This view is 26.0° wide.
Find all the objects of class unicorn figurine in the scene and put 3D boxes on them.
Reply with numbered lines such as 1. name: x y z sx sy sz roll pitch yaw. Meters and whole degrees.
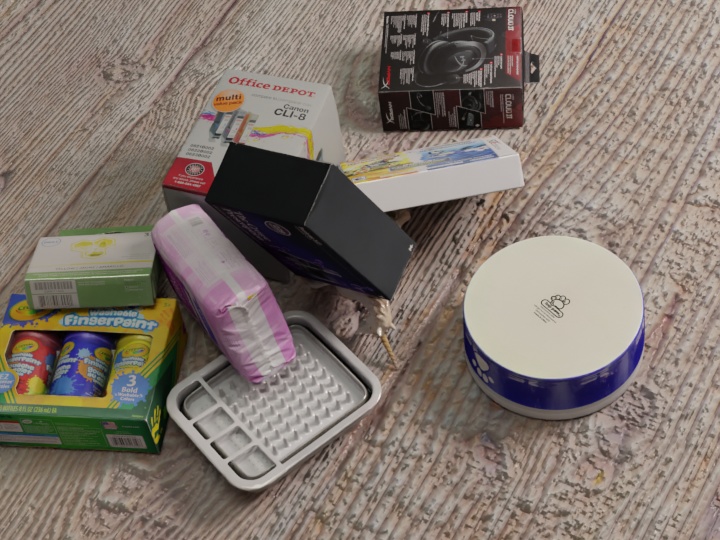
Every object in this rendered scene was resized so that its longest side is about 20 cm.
1. unicorn figurine: 0.000 0.000 1.793 0.137 0.074 0.200 6 71 40

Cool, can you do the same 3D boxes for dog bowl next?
1. dog bowl: 0.213 0.061 1.719 0.200 0.079 0.200 -4 52 5

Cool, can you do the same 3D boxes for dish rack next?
1. dish rack: -0.093 0.148 1.715 0.200 0.044 0.172 -35 55 -19

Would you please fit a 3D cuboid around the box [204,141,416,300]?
1. box: -0.051 -0.051 1.680 0.141 0.200 0.079 12 73 34

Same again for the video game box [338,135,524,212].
1. video game box: 0.079 -0.113 1.829 0.200 0.047 0.182 -10 10 -2

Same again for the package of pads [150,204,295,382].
1. package of pads: -0.154 0.023 1.727 0.076 0.121 0.200 -29 41 -14

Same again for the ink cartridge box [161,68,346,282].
1. ink cartridge box: -0.122 -0.117 1.861 0.145 0.145 0.200 11 54 17

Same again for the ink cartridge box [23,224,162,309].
1. ink cartridge box: -0.302 -0.023 1.825 0.145 0.048 0.200 -3 31 2

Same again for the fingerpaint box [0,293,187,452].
1. fingerpaint box: -0.311 0.112 1.752 0.200 0.073 0.167 2 52 9

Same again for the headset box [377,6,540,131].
1. headset box: 0.127 -0.257 1.981 0.200 0.077 0.149 -1 53 6
